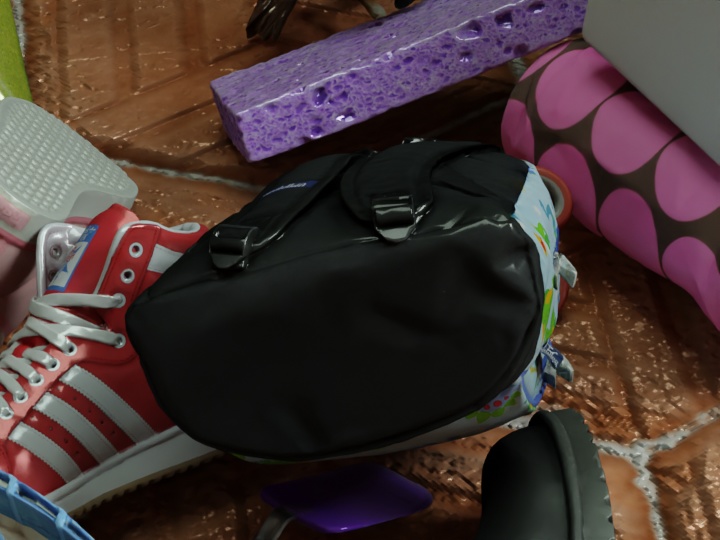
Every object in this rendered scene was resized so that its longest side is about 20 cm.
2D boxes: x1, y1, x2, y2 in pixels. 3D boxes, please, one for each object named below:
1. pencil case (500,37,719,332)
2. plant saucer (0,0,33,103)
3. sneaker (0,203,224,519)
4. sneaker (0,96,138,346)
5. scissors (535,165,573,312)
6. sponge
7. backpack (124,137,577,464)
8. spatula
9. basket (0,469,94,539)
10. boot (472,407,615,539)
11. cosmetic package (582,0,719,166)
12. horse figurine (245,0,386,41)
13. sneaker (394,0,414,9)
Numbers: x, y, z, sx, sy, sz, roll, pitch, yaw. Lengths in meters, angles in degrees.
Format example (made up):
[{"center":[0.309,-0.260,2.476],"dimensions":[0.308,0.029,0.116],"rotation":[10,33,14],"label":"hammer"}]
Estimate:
[{"center":[0.149,-0.033,1.282],"dimensions":[0.093,0.091,0.200],"rotation":[-1,29,-32],"label":"pencil case"},{"center":[-0.275,-0.122,1.460],"dimensions":[0.199,0.048,0.200],"rotation":[-8,36,-9],"label":"plant saucer"},{"center":[-0.130,0.042,1.148],"dimensions":[0.200,0.113,0.071],"rotation":[-22,15,-38],"label":"sneaker"},{"center":[-0.167,-0.013,1.282],"dimensions":[0.075,0.105,0.200],"rotation":[39,12,0],"label":"sneaker"},{"center":[0.000,0.000,1.270],"dimensions":[0.199,0.073,0.014],"rotation":[-9,-2,-6],"label":"scissors"},{"center":[0.028,-0.106,1.366],"dimensions":[0.199,0.030,0.112],"rotation":[-21,13,-3],"label":"sponge"},{"center":[0.011,0.010,1.152],"dimensions":[0.163,0.154,0.200],"rotation":[-14,23,11],"label":"backpack"},{"center":[-0.057,0.121,1.131],"dimensions":[0.200,0.021,0.056],"rotation":[-29,31,-29],"label":"spatula"},{"center":[-0.172,0.114,0.986],"dimensions":[0.176,0.200,0.139],"rotation":[25,62,29],"label":"basket"},{"center":[0.018,0.130,1.067],"dimensions":[0.157,0.080,0.211],"rotation":[-1,36,1],"label":"boot"},{"center":[0.231,-0.143,1.231],"dimensions":[0.199,0.167,0.167],"rotation":[-6,34,-26],"label":"cosmetic package"},{"center":[0.037,-0.165,1.499],"dimensions":[0.199,0.050,0.133],"rotation":[-5,31,0],"label":"horse figurine"},{"center":[0.031,-0.204,1.445],"dimensions":[0.118,0.074,0.200],"rotation":[19,51,38],"label":"sneaker"}]
